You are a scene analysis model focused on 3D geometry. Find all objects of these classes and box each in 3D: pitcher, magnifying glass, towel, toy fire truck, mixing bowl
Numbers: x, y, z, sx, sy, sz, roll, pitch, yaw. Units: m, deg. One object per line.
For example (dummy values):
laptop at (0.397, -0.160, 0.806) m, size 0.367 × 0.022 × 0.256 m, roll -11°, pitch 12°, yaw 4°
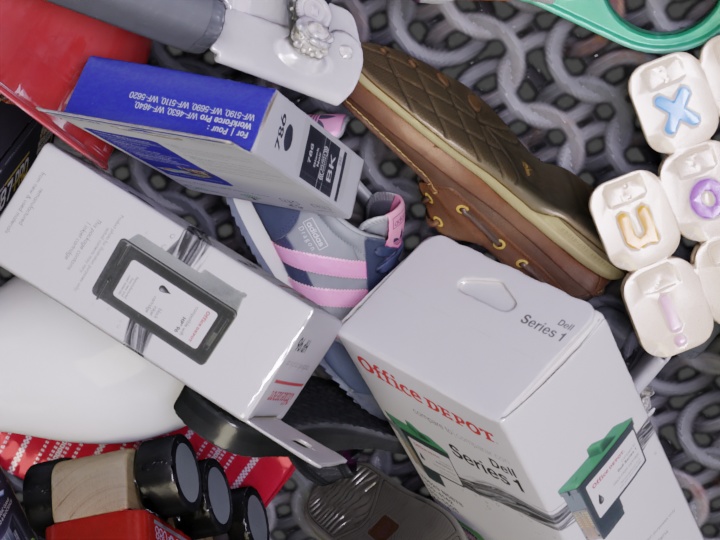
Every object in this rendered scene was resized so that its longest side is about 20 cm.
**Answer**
pitcher at (-0.177, 0.023, 1.039) m, size 0.200 × 0.121 × 0.172 m, roll -13°, pitch 76°, yaw 5°
magnifying glass at (0.102, -0.154, 0.929) m, size 0.200 × 0.022 × 0.080 m, roll 3°, pitch 121°, yaw 10°
towel at (-0.151, 0.112, 1.137) m, size 0.200 × 0.022 × 0.145 m, roll 32°, pitch 120°, yaw -8°
toy fire truck at (-0.102, 0.212, 1.031) m, size 0.129 × 0.200 × 0.176 m, roll -12°, pitch 155°, yaw 13°
mixing bowl at (-0.176, -0.153, 0.904) m, size 0.200 × 0.200 × 0.108 m, roll 39°, pitch 89°, yaw -13°

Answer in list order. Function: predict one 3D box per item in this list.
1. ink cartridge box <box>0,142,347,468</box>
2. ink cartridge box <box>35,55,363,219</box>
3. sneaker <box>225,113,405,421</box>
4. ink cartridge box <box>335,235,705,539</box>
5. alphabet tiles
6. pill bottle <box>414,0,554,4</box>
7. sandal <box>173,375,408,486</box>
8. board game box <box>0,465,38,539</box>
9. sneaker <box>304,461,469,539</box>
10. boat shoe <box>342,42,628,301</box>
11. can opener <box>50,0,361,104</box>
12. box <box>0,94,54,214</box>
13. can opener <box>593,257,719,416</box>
ink cartridge box at (-0.081, 0.020, 0.906) m, size 0.200 × 0.116 × 0.068 m, roll 32°, pitch 90°, yaw 8°
ink cartridge box at (-0.071, -0.066, 0.870) m, size 0.099 × 0.200 × 0.039 m, roll 12°, pitch 86°, yaw 15°
sneaker at (0.000, 0.000, 1.012) m, size 0.082 × 0.070 × 0.200 m, roll -22°, pitch 116°, yaw 24°
ink cartridge box at (0.090, 0.093, 0.978) m, size 0.146 × 0.084 × 0.200 m, roll 26°, pitch 153°, yaw 48°
alphabet tiles at (0.225, -0.034, 0.927) m, size 0.200 × 0.015 × 0.196 m, roll -22°, pitch 95°, yaw 0°
pill bottle at (0.009, -0.195, 0.869) m, size 0.200 × 0.112 × 0.112 m, roll 15°, pitch 122°, yaw 2°
sandal at (-0.039, 0.093, 1.023) m, size 0.075 × 0.200 × 0.048 m, roll 37°, pitch 106°, yaw 34°
board game box at (-0.310, 0.207, 1.191) m, size 0.200 × 0.057 × 0.165 m, roll -8°, pitch 123°, yaw 20°
sneaker at (0.044, 0.192, 1.063) m, size 0.075 × 0.200 × 0.106 m, roll -40°, pitch 116°, yaw -3°
boat shoe at (0.061, -0.045, 0.972) m, size 0.200 × 0.072 × 0.068 m, roll 37°, pitch 118°, yaw -14°
can opener at (-0.087, -0.124, 0.831) m, size 0.200 × 0.053 × 0.066 m, roll 19°, pitch 153°, yaw -31°
box at (-0.286, -0.071, 0.972) m, size 0.200 × 0.161 × 0.049 m, roll 15°, pitch 122°, yaw 3°
can opener at (0.176, 0.019, 0.999) m, size 0.066 × 0.053 × 0.200 m, roll 34°, pitch 121°, yaw -9°
